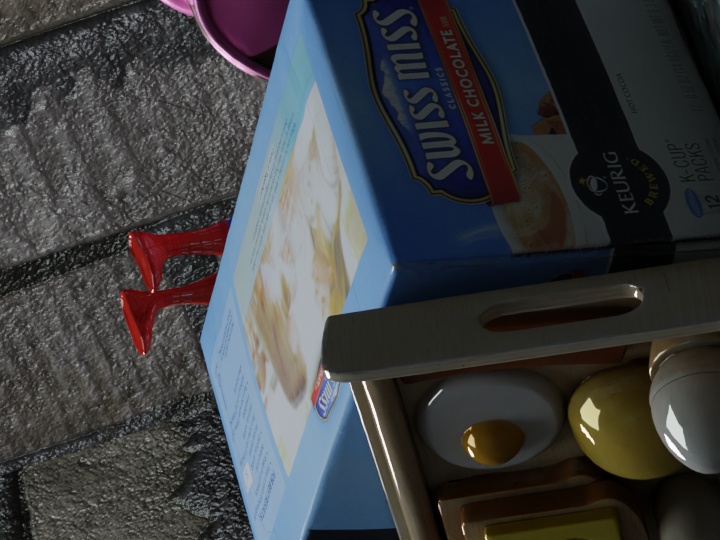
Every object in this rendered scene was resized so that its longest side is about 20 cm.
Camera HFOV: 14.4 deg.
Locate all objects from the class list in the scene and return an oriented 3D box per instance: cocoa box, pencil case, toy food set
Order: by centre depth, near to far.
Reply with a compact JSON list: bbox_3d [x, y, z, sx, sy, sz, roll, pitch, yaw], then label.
[{"bbox_3d":[0.076,0.073,0.893,0.200,0.143,0.061,74,-170,-50],"label":"toy food set"},{"bbox_3d":[0.033,0.009,0.976,0.200,0.130,0.134,108,152,-48],"label":"cocoa box"},{"bbox_3d":[-0.049,-0.133,1.165,0.200,0.093,0.091,-141,66,-72],"label":"pencil case"}]

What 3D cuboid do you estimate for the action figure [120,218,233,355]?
[{"bbox_3d":[0.000,0.000,1.224,0.066,0.199,0.052,99,153,-42],"label":"action figure"}]
